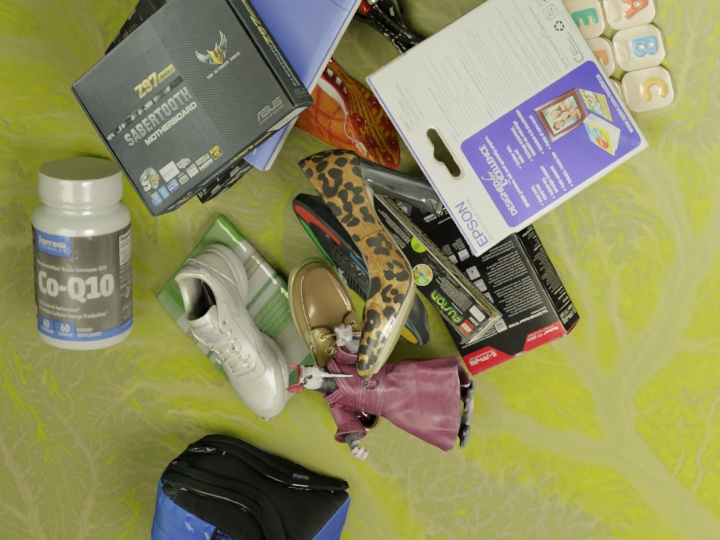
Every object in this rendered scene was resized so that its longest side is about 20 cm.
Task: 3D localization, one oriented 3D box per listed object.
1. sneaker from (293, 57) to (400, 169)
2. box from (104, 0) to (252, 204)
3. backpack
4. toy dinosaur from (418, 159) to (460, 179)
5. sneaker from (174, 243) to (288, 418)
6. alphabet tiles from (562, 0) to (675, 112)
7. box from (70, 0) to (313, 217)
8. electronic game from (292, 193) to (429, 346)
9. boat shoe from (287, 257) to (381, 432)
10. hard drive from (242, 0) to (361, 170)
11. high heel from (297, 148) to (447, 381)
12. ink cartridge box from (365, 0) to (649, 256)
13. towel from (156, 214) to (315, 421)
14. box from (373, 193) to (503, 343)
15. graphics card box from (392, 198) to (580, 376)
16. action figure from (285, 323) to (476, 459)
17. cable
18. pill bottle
[{"bbox_3d":[-0.033,-0.164,1.566,0.200,0.073,0.077,49,126,17],"label":"sneaker"},{"bbox_3d":[-0.182,-0.186,1.605,0.201,0.043,0.160,56,150,0],"label":"box"},{"bbox_3d":[-0.141,0.297,1.728,0.199,0.162,0.169,26,121,16],"label":"backpack"},{"bbox_3d":[0.126,-0.099,1.471,0.199,0.058,0.102,-29,83,2],"label":"toy dinosaur"},{"bbox_3d":[-0.148,0.076,1.660,0.074,0.100,0.201,-23,95,29],"label":"sneaker"},{"bbox_3d":[0.198,-0.197,1.458,0.194,0.015,0.202,-9,103,30],"label":"alphabet tiles"},{"bbox_3d":[-0.166,-0.172,1.476,0.199,0.051,0.158,-34,87,23],"label":"box"},{"bbox_3d":[0.000,0.000,1.547,0.042,0.200,0.200,-41,85,-7],"label":"electronic game"},{"bbox_3d":[-0.019,0.082,1.628,0.066,0.074,0.202,23,137,66],"label":"boat shoe"},{"bbox_3d":[-0.098,-0.218,1.482,0.131,0.025,0.201,35,111,11],"label":"hard drive"},{"bbox_3d":[-0.014,-0.009,1.399,0.141,0.071,0.202,18,77,4],"label":"high heel"},{"bbox_3d":[0.135,-0.147,1.413,0.199,0.043,0.199,-32,92,-7],"label":"ink cartridge box"},{"bbox_3d":[-0.127,0.054,1.717,0.200,0.031,0.149,48,120,8],"label":"towel"},{"bbox_3d":[0.055,-0.015,1.483,0.035,0.110,0.200,-45,82,7],"label":"box"},{"bbox_3d":[0.123,-0.008,1.544,0.125,0.051,0.201,-26,95,33],"label":"graphics card box"},{"bbox_3d":[0.021,0.114,1.568,0.198,0.149,0.135,11,102,8],"label":"action figure"},{"bbox_3d":[0.024,-0.246,1.510,0.097,0.050,0.201,-29,91,33],"label":"cable"},{"bbox_3d":[-0.318,-0.021,1.736,0.113,0.114,0.202,11,113,24],"label":"pill bottle"}]
